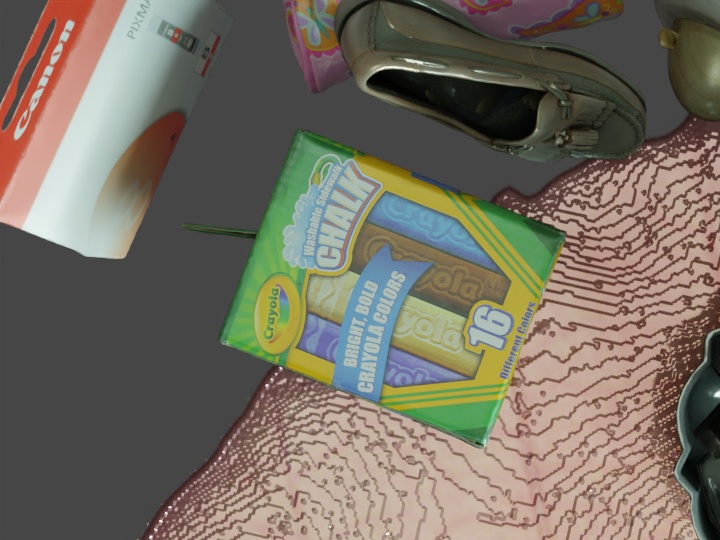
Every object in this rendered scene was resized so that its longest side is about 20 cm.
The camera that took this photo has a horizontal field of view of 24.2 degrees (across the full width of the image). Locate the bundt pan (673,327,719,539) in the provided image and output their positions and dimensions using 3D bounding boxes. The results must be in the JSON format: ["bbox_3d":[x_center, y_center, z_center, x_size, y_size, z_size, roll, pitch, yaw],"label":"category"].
[{"bbox_3d":[0.271,0.095,0.937,0.200,0.076,0.204,0,89,5],"label":"bundt pan"}]

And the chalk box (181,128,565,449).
[{"bbox_3d":[0.000,0.000,0.937,0.198,0.125,0.125,23,92,3],"label":"chalk box"}]

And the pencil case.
[{"bbox_3d":[0.051,-0.163,0.953,0.198,0.087,0.088,-13,89,6],"label":"pencil case"}]

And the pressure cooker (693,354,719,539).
[{"bbox_3d":[0.270,0.093,0.813,0.179,0.176,0.200,43,95,-13],"label":"pressure cooker"}]

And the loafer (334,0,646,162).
[{"bbox_3d":[0.074,-0.093,0.922,0.199,0.063,0.072,19,134,-24],"label":"loafer"}]

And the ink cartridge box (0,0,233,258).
[{"bbox_3d":[-0.137,-0.089,0.911,0.050,0.200,0.163,26,93,4],"label":"ink cartridge box"}]

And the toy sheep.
[{"bbox_3d":[0.235,-0.166,0.913,0.138,0.138,0.201,37,83,4],"label":"toy sheep"}]
